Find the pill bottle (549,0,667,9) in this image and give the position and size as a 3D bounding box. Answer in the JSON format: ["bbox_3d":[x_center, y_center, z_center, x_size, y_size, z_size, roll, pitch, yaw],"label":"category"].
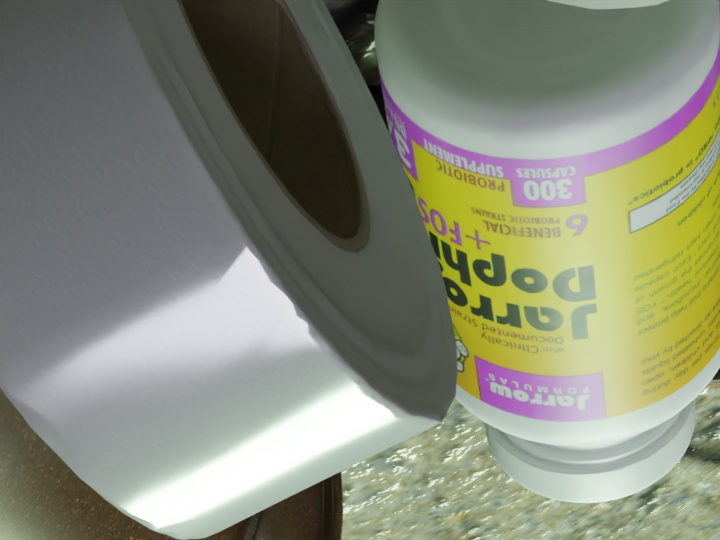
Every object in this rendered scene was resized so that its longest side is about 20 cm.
[{"bbox_3d":[0.037,-0.145,0.647,0.112,0.112,0.200,-27,155,13],"label":"pill bottle"}]

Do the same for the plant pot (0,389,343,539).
[{"bbox_3d":[-0.128,0.041,0.829,0.200,0.200,0.198,-23,147,4],"label":"plant pot"}]

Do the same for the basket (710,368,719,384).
[{"bbox_3d":[0.205,-0.012,1.039,0.200,0.136,0.180,2,143,-34],"label":"basket"}]

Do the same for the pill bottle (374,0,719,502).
[{"bbox_3d":[0.066,-0.015,0.887,0.104,0.104,0.200,-18,137,-6],"label":"pill bottle"}]

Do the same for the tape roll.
[{"bbox_3d":[-0.053,-0.038,0.693,0.071,0.203,0.202,-27,155,14],"label":"tape roll"}]

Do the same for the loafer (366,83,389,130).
[{"bbox_3d":[0.000,0.000,0.960,0.071,0.073,0.200,-18,155,-1],"label":"loafer"}]
